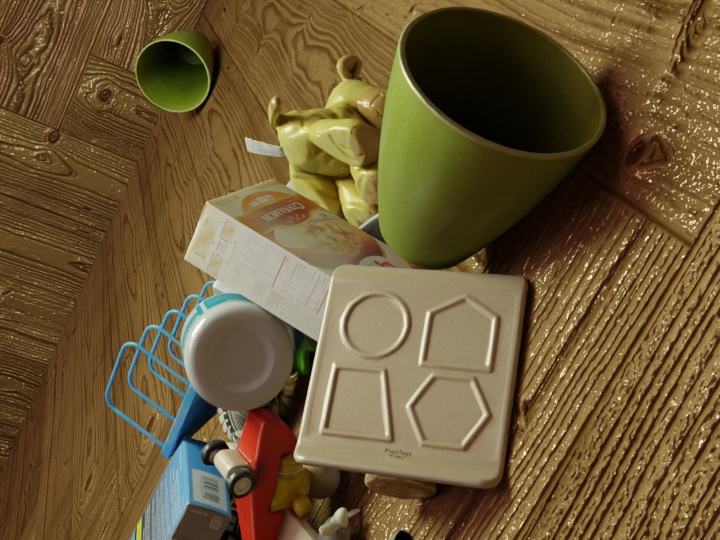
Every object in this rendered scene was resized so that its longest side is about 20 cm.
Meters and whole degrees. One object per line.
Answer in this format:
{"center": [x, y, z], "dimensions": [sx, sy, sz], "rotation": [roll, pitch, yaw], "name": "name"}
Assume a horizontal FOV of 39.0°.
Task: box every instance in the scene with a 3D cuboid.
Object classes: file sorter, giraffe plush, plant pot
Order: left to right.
{"center": [-0.441, -0.522, 2.544], "dimensions": [0.187, 0.187, 0.200], "rotation": [-54, 12, 32], "name": "plant pot"}
{"center": [-0.229, 0.124, 1.381], "dimensions": [0.200, 0.123, 0.139], "rotation": [-42, -16, -52], "name": "file sorter"}
{"center": [-0.010, -0.161, 1.212], "dimensions": [0.162, 0.200, 0.173], "rotation": [-46, -24, -36], "name": "giraffe plush"}
{"center": [0.090, -0.099, 0.923], "dimensions": [0.200, 0.186, 0.188], "rotation": [116, 161, -46], "name": "plant pot"}

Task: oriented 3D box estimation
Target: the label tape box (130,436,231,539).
{"center": [-0.235, 0.336, 1.295], "dimensions": [0.200, 0.066, 0.143], "rotation": [-63, 21, 18], "name": "label tape box"}

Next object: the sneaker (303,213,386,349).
{"center": [0.000, 0.000, 1.177], "dimensions": [0.200, 0.070, 0.080], "rotation": [-52, 6, 21], "name": "sneaker"}

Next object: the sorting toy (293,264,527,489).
{"center": [0.047, 0.090, 0.904], "dimensions": [0.037, 0.184, 0.201], "rotation": [61, -143, -58], "name": "sorting toy"}

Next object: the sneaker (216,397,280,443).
{"center": [-0.136, 0.141, 1.271], "dimensions": [0.082, 0.078, 0.201], "rotation": [-11, 96, 43], "name": "sneaker"}

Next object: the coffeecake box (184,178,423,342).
{"center": [-0.055, -0.008, 1.063], "dimensions": [0.073, 0.200, 0.153], "rotation": [-64, -13, 22], "name": "coffeecake box"}

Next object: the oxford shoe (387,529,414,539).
{"center": [0.046, 0.276, 0.826], "dimensions": [0.075, 0.070, 0.200], "rotation": [-62, 24, 3], "name": "oxford shoe"}

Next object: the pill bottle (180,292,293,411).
{"center": [-0.138, 0.082, 1.100], "dimensions": [0.200, 0.110, 0.111], "rotation": [-164, 95, -79], "name": "pill bottle"}

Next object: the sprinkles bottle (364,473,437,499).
{"center": [0.051, 0.110, 0.961], "dimensions": [0.068, 0.068, 0.201], "rotation": [-34, 41, 54], "name": "sprinkles bottle"}

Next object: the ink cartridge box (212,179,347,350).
{"center": [-0.077, -0.016, 1.249], "dimensions": [0.200, 0.116, 0.067], "rotation": [-57, -18, -27], "name": "ink cartridge box"}

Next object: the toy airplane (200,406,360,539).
{"center": [-0.082, 0.253, 1.086], "dimensions": [0.200, 0.141, 0.199], "rotation": [63, 152, 13], "name": "toy airplane"}

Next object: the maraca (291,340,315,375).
{"center": [-0.098, 0.044, 1.321], "dimensions": [0.200, 0.107, 0.137], "rotation": [61, 139, 37], "name": "maraca"}

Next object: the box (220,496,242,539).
{"center": [-0.194, 0.329, 1.353], "dimensions": [0.200, 0.049, 0.160], "rotation": [-26, 45, 59], "name": "box"}
